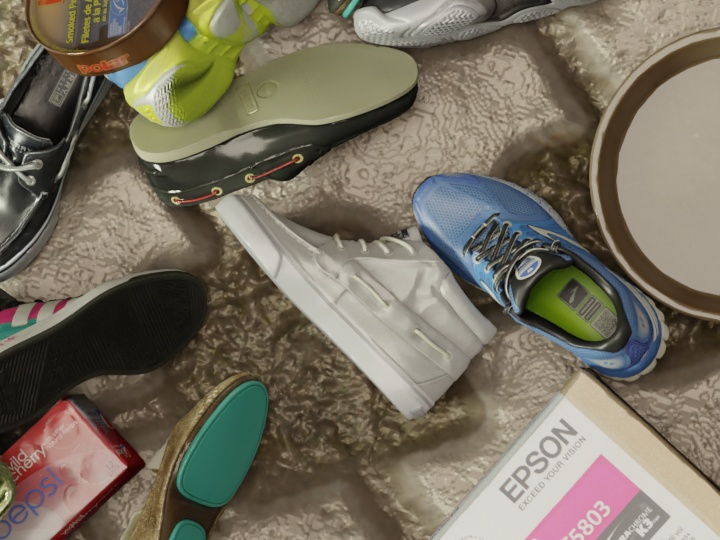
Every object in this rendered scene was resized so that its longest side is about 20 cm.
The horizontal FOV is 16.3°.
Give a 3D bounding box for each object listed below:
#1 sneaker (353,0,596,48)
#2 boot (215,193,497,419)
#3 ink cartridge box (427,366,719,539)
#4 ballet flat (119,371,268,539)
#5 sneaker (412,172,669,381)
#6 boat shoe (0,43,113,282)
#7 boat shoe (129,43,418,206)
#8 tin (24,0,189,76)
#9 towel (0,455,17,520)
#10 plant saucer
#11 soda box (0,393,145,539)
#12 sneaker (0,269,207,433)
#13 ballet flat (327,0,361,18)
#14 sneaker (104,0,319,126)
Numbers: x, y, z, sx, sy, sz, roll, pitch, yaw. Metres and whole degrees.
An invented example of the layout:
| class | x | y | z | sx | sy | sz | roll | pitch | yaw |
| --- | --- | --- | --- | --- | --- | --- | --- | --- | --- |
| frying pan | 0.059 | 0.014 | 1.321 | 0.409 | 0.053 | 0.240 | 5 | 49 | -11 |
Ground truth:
| class | x | y | z | sx | sy | sz | roll | pitch | yaw |
| --- | --- | --- | --- | --- | --- | --- | --- | --- | --- |
| sneaker | 0.084 | -0.223 | 1.702 | 0.199 | 0.075 | 0.114 | -15 | 82 | 3 |
| boot | 0.000 | 0.000 | 1.707 | 0.096 | 0.074 | 0.200 | -44 | 92 | -3 |
| ink cartridge box | 0.144 | 0.191 | 1.672 | 0.165 | 0.075 | 0.200 | 41 | 93 | 6 |
| ballet flat | -0.127 | 0.157 | 1.708 | 0.065 | 0.070 | 0.200 | 10 | 71 | 43 |
| sneaker | 0.115 | -0.006 | 1.670 | 0.200 | 0.089 | 0.079 | 35 | 92 | 21 |
| boat shoe | -0.228 | -0.085 | 1.733 | 0.072 | 0.068 | 0.200 | 29 | 91 | 7 |
| boat shoe | -0.054 | -0.100 | 1.718 | 0.201 | 0.063 | 0.074 | -17 | 44 | 3 |
| tin | -0.168 | -0.219 | 1.702 | 0.112 | 0.042 | 0.201 | -10 | 56 | 16 |
| towel | -0.294 | 0.164 | 1.674 | 0.148 | 0.200 | 0.036 | -45 | 115 | -1 |
| plant saucer | 0.254 | -0.064 | 1.693 | 0.199 | 0.029 | 0.201 | 0 | 88 | 7 |
| soda box | -0.245 | 0.176 | 1.726 | 0.200 | 0.063 | 0.070 | -43 | 83 | 4 |
| sneaker | -0.214 | 0.041 | 1.722 | 0.200 | 0.121 | 0.084 | -24 | 121 | -31 |
| ballet flat | 0.025 | -0.265 | 1.709 | 0.068 | 0.068 | 0.200 | 40 | 82 | -4 |
| sneaker | -0.103 | -0.190 | 1.719 | 0.105 | 0.076 | 0.200 | 27 | 64 | 37 |
